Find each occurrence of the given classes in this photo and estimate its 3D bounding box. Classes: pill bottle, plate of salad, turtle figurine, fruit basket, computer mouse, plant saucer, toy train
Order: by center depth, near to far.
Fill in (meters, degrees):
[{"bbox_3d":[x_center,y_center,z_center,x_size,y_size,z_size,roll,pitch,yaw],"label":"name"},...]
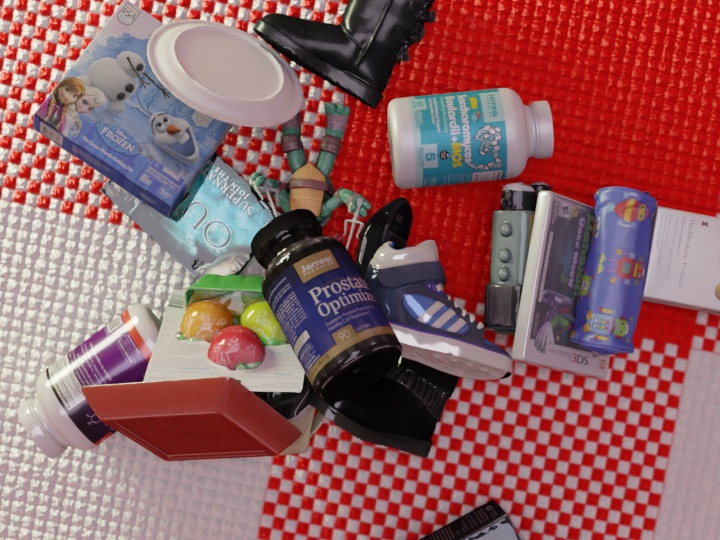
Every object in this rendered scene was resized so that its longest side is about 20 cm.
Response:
[{"bbox_3d":[-0.045,0.035,1.589,0.111,0.112,0.201,-30,69,-2],"label":"pill bottle"},{"bbox_3d":[-0.195,0.179,1.628,0.197,0.200,0.037,-5,64,22],"label":"plant saucer"},{"bbox_3d":[-0.148,0.086,1.654,0.182,0.201,0.095,2,126,2],"label":"fruit basket"},{"bbox_3d":[-0.164,-0.232,1.688,0.198,0.201,0.048,27,129,-1],"label":"plate of salad"},{"bbox_3d":[-0.314,0.139,1.706,0.199,0.112,0.113,-36,90,-1],"label":"pill bottle"},{"bbox_3d":[0.000,0.000,1.713,0.045,0.140,0.203,16,91,25],"label":"computer mouse"},{"bbox_3d":[0.202,-0.009,1.714,0.084,0.113,0.204,3,88,36],"label":"toy train"},{"bbox_3d":[0.134,-0.164,1.724,0.197,0.111,0.113,-6,89,-2],"label":"pill bottle"},{"bbox_3d":[-0.065,-0.103,1.724,0.147,0.101,0.203,5,75,-10],"label":"turtle figurine"}]

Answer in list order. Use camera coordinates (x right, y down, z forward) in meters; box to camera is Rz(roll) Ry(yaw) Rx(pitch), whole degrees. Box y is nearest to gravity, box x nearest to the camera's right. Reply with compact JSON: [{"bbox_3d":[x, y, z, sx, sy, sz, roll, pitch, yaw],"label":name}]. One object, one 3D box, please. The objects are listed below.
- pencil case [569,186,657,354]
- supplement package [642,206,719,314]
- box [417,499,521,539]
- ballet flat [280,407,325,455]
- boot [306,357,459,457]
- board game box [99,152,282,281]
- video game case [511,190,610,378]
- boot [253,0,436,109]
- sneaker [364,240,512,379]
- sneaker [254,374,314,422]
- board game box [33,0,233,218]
[{"bbox_3d":[0.301,-0.002,1.674,0.077,0.087,0.203,11,87,-17],"label":"pencil case"},{"bbox_3d":[0.439,-0.005,1.729,0.197,0.110,0.116,10,89,-2],"label":"supplement package"},{"bbox_3d":[0.130,0.420,1.709,0.195,0.124,0.202,-27,90,-3],"label":"box"},{"bbox_3d":[-0.057,0.136,1.744,0.069,0.069,0.203,21,91,-1],"label":"ballet flat"},{"bbox_3d":[0.038,0.127,1.699,0.210,0.079,0.160,22,92,-45],"label":"boot"},{"bbox_3d":[-0.209,-0.082,1.754,0.200,0.028,0.136,42,88,-1],"label":"board game box"},{"bbox_3d":[0.260,0.021,1.706,0.023,0.180,0.203,6,84,43],"label":"video game case"},{"bbox_3d":[-0.014,-0.314,1.741,0.196,0.073,0.164,29,91,-8],"label":"boot"},{"bbox_3d":[0.098,0.036,1.668,0.197,0.081,0.149,16,69,-6],"label":"sneaker"},{"bbox_3d":[-0.149,0.156,1.689,0.197,0.086,0.082,-19,74,18],"label":"sneaker"},{"bbox_3d":[-0.261,-0.200,1.712,0.199,0.043,0.200,33,65,-1],"label":"board game box"}]
